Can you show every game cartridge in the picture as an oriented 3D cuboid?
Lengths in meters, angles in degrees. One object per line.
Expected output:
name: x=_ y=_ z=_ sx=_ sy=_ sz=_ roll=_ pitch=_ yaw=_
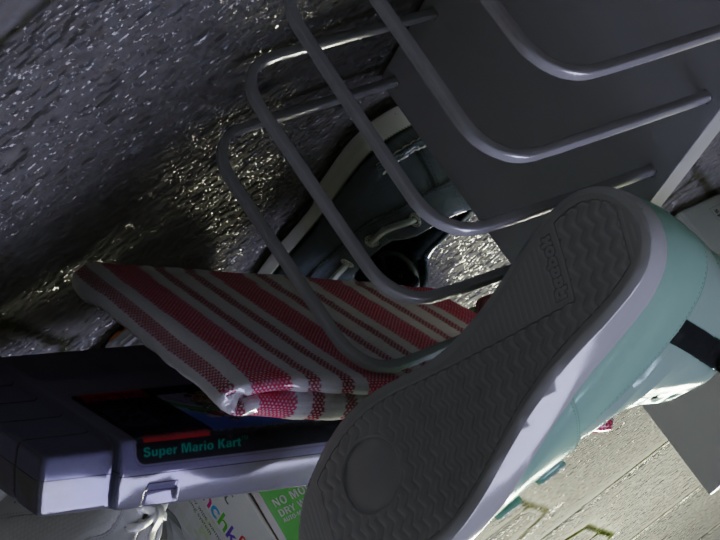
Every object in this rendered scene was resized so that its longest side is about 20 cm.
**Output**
game cartridge: x=-0.075 y=0.059 z=0.919 sx=0.199 sy=0.129 sz=0.039 roll=-4 pitch=103 yaw=-37

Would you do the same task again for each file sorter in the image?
file sorter: x=0.044 y=-0.073 z=0.839 sx=0.124 sy=0.139 sz=0.200 roll=-20 pitch=156 yaw=-34

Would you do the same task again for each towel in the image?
towel: x=-0.008 y=0.036 z=0.929 sx=0.199 sy=0.146 sz=0.030 roll=5 pitch=104 yaw=-33

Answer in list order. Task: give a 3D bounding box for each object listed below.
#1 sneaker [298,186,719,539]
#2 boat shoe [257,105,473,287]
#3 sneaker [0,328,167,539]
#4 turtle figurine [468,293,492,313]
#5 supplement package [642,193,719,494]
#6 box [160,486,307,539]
sneaker: x=0.071 y=0.062 z=0.851 sx=0.201 sy=0.074 sz=0.118 roll=-48 pitch=145 yaw=18
boat shoe: x=0.000 y=0.000 z=1.055 sx=0.073 sy=0.062 sz=0.200 roll=-24 pitch=159 yaw=-36
sneaker: x=-0.110 y=0.096 z=1.042 sx=0.200 sy=0.092 sz=0.076 roll=-42 pitch=160 yaw=14
turtle figurine: x=0.071 y=0.084 z=1.127 sx=0.144 sy=0.201 sz=0.194 roll=-31 pitch=-179 yaw=17
supplement package: x=0.299 y=0.027 z=1.524 sx=0.199 sy=0.151 sz=0.152 roll=-23 pitch=158 yaw=-35
box: x=-0.020 y=0.130 z=1.290 sx=0.199 sy=0.097 sz=0.177 roll=-22 pitch=159 yaw=-35
